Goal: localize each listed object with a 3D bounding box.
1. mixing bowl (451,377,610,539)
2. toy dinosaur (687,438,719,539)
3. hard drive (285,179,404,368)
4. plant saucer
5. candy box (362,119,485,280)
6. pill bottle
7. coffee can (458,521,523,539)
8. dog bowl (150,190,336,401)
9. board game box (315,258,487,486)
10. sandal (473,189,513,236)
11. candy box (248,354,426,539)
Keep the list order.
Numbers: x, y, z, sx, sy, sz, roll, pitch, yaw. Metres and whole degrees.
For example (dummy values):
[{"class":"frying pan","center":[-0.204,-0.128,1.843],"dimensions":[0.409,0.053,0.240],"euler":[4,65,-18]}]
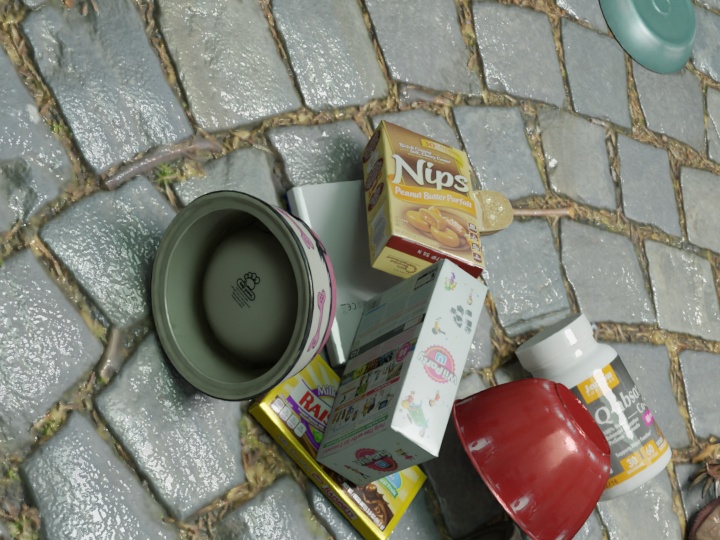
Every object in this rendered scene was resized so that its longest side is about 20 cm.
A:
[{"class":"mixing bowl","center":[0.201,0.193,1.480],"dimensions":[0.200,0.108,0.201],"euler":[46,16,-18]},{"class":"toy dinosaur","center":[0.454,0.314,1.708],"dimensions":[0.135,0.086,0.201],"euler":[39,68,-5]},{"class":"hard drive","center":[0.000,0.000,1.517],"dimensions":[0.131,0.025,0.203],"euler":[-8,76,-33]},{"class":"plant saucer","center":[0.434,-0.390,2.015],"dimensions":[0.198,0.036,0.203],"euler":[15,62,-31]},{"class":"candy box","center":[0.067,-0.070,1.502],"dimensions":[0.114,0.055,0.201],"euler":[20,39,-20]},{"class":"pill bottle","center":[0.271,0.160,1.605],"dimensions":[0.116,0.116,0.202],"euler":[-31,91,-41]},{"class":"coffee can","center":[0.149,0.384,1.398],"dimensions":[0.146,0.146,0.201],"euler":[-34,94,-41]},{"class":"dog bowl","center":[-0.109,0.023,1.331],"dimensions":[0.073,0.199,0.203],"euler":[-4,72,-56]},{"class":"board game box","center":[0.042,0.105,1.394],"dimensions":[0.064,0.147,0.202],"euler":[32,57,-19]},{"class":"sandal","center":[0.117,-0.068,1.613],"dimensions":[0.210,0.069,0.079],"euler":[-14,80,-40]},{"class":"candy box","center":[-0.021,0.183,1.432],"dimensions":[0.200,0.026,0.102],"euler":[49,48,-11]}]
